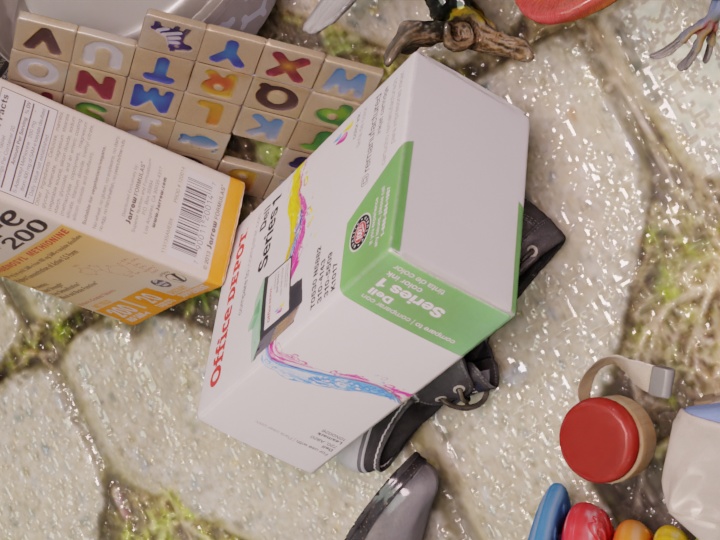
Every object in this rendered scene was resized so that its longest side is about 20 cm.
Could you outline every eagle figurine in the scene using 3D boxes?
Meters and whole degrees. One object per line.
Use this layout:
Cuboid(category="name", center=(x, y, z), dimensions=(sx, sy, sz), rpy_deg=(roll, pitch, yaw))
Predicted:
Cuboid(category="eagle figurine", center=(0.047, -0.221, 1.015), dimensions=(0.151, 0.151, 0.201), rpy_deg=(3, 110, 37))

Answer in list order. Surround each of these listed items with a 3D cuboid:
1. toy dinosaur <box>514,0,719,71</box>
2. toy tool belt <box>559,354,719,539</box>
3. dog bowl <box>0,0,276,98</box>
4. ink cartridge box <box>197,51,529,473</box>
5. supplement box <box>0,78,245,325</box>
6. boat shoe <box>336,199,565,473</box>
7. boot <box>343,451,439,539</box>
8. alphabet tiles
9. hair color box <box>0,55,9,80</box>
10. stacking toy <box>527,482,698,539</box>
Cuboid(category="toy dinosaur", center=(0.159, -0.185, 0.900), dimensions=(0.181, 0.200, 0.105), rpy_deg=(-29, 73, -9))
Cuboid(category="toy tool belt", center=(0.220, 0.104, 0.981), dimensions=(0.199, 0.123, 0.125), rpy_deg=(13, 100, 33))
Cuboid(category="dog bowl", center=(-0.132, -0.187, 1.100), dimensions=(0.199, 0.059, 0.201), rpy_deg=(-11, 61, 21))
Cuboid(category="ink cartridge box", center=(0.000, 0.000, 1.019), dimensions=(0.084, 0.145, 0.200), rpy_deg=(27, 138, -22))
Cuboid(category="supplement box", center=(-0.188, -0.041, 1.093), dimensions=(0.126, 0.199, 0.074), rpy_deg=(-22, 51, 55))
Cuboid(category="boat shoe", center=(0.056, 0.046, 1.080), dimensions=(0.066, 0.070, 0.200), rpy_deg=(35, 104, 20))
Cuboid(category="boot", center=(0.045, 0.216, 1.113), dimensions=(0.131, 0.070, 0.201), rpy_deg=(29, 120, 18))
Cuboid(category="alphabet tiles", center=(-0.103, -0.096, 1.054), dimensions=(0.199, 0.167, 0.008), rpy_deg=(13, 63, -10))
Cuboid(category="hair color box", center=(-0.290, -0.217, 1.218), dimensions=(0.200, 0.061, 0.102), rpy_deg=(48, 114, 15))
Cuboid(category="stacking toy", center=(0.191, 0.184, 1.017), dimensions=(0.199, 0.110, 0.117), rpy_deg=(-2, 112, 16))
